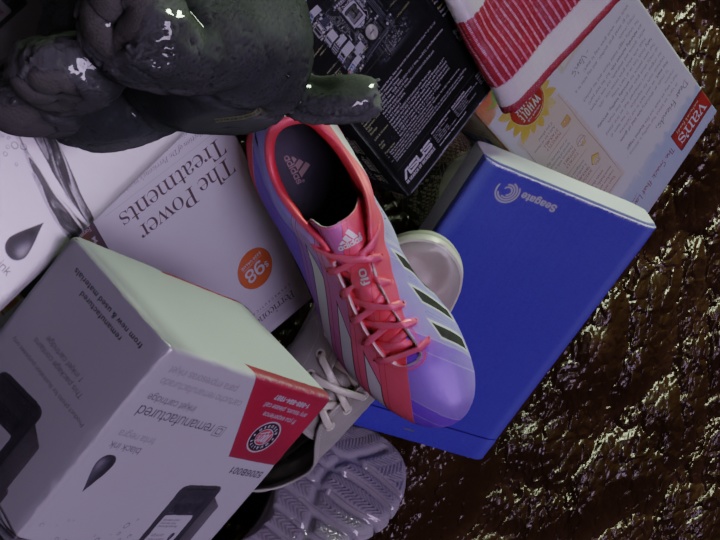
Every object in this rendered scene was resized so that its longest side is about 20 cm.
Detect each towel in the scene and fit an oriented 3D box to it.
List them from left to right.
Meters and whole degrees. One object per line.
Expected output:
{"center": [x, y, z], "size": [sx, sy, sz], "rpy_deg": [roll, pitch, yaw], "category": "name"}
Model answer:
{"center": [0.088, -0.202, 0.803], "size": [0.144, 0.023, 0.200], "rpy_deg": [-46, 129, -17], "category": "towel"}

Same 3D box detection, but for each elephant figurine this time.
{"center": [-0.093, -0.158, 0.604], "size": [0.155, 0.141, 0.201], "rpy_deg": [17, 64, -63], "category": "elephant figurine"}

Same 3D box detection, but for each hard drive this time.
{"center": [0.074, 0.026, 0.920], "size": [0.132, 0.025, 0.200], "rpy_deg": [19, 119, -28], "category": "hard drive"}

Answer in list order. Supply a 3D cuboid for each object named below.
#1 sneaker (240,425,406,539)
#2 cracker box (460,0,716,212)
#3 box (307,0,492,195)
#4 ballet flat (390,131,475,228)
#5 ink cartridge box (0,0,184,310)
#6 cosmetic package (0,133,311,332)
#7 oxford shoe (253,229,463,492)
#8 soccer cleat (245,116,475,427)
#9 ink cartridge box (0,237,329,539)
{"center": [-0.049, 0.181, 0.923], "size": [0.200, 0.077, 0.112], "rpy_deg": [-43, 168, -48], "category": "sneaker"}
{"center": [0.138, -0.113, 0.971], "size": [0.134, 0.058, 0.200], "rpy_deg": [-54, 131, -8], "category": "cracker box"}
{"center": [0.020, -0.173, 0.829], "size": [0.200, 0.086, 0.164], "rpy_deg": [-52, 131, -12], "category": "box"}
{"center": [0.084, -0.026, 0.947], "size": [0.068, 0.075, 0.200], "rpy_deg": [-50, 131, -16], "category": "ballet flat"}
{"center": [-0.177, -0.077, 0.672], "size": [0.200, 0.084, 0.146], "rpy_deg": [-48, 112, -20], "category": "ink cartridge box"}
{"center": [-0.135, 0.013, 0.796], "size": [0.200, 0.052, 0.151], "rpy_deg": [-41, 131, -21], "category": "cosmetic package"}
{"center": [-0.014, 0.059, 0.858], "size": [0.075, 0.058, 0.200], "rpy_deg": [41, 105, -19], "category": "oxford shoe"}
{"center": [0.000, 0.000, 0.788], "size": [0.067, 0.076, 0.201], "rpy_deg": [-29, 96, -2], "category": "soccer cleat"}
{"center": [-0.132, 0.099, 0.704], "size": [0.200, 0.083, 0.145], "rpy_deg": [-51, 150, 8], "category": "ink cartridge box"}
